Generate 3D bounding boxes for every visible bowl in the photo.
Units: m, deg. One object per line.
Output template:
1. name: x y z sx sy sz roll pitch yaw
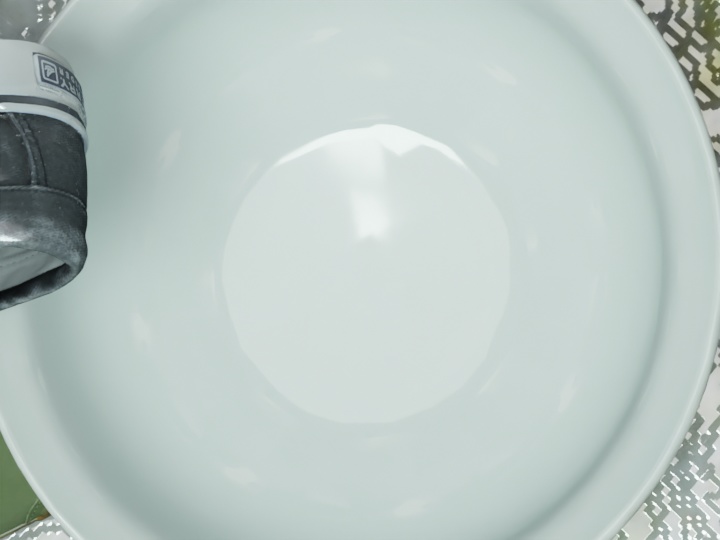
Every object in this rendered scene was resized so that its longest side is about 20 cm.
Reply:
1. bowl: 0.000 0.000 0.744 0.200 0.090 0.203 0 86 7

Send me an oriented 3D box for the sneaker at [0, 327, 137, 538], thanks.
1. sneaker: -0.162 0.054 0.759 0.199 0.090 0.068 -12 85 5

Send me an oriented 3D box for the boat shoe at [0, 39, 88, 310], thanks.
1. boat shoe: -0.157 0.004 0.695 0.199 0.072 0.068 -16 64 15
